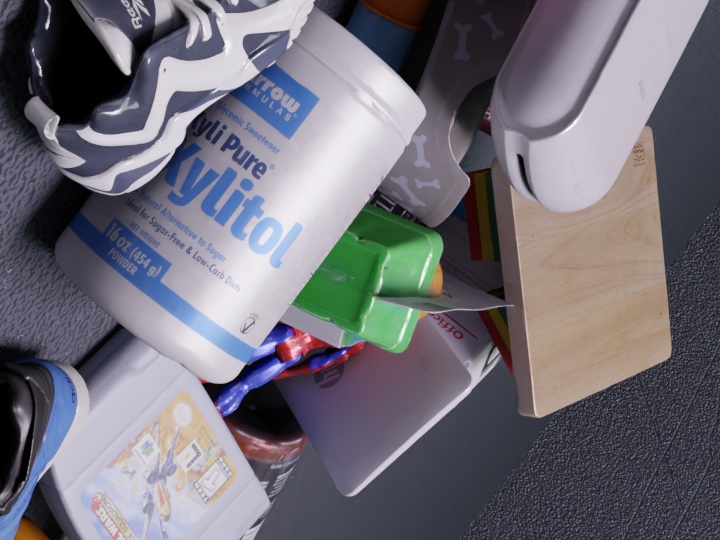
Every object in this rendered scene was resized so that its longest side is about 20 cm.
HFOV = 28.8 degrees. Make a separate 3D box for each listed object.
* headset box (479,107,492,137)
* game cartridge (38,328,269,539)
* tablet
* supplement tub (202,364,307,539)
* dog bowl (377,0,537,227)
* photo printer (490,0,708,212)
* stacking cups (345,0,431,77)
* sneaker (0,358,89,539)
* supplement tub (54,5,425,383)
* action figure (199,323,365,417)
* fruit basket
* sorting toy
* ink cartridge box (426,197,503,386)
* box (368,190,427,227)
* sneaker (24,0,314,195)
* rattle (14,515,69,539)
[{"bbox_3d":[0.150,-0.201,1.093,0.149,0.077,0.201,-57,178,-41],"label":"headset box"},{"bbox_3d":[-0.148,0.146,0.979,0.133,0.041,0.201,-49,132,-28],"label":"game cartridge"},{"bbox_3d":[-0.006,0.067,1.082,0.130,0.200,0.014,-42,134,5],"label":"tablet"},{"bbox_3d":[-0.125,0.180,1.142,0.107,0.107,0.201,-21,144,-60],"label":"supplement tub"},{"bbox_3d":[0.059,-0.134,0.973,0.200,0.058,0.202,-159,-90,-82],"label":"dog bowl"},{"bbox_3d":[0.152,-0.136,0.887,0.201,0.069,0.166,-62,159,-4],"label":"photo printer"},{"bbox_3d":[0.014,-0.154,0.943,0.060,0.060,0.201,-20,142,-61],"label":"stacking cups"},{"bbox_3d":[-0.237,0.141,0.817,0.201,0.076,0.111,-58,169,0],"label":"sneaker"},{"bbox_3d":[-0.070,-0.049,0.809,0.201,0.131,0.132,-54,163,-1],"label":"supplement tub"},{"bbox_3d":[-0.065,0.058,1.054,0.198,0.052,0.066,-25,113,-12],"label":"action figure"},{"bbox_3d":[0.000,0.000,0.997,0.095,0.184,0.200,-68,161,4],"label":"fruit basket"},{"bbox_3d":[0.165,-0.005,1.143,0.199,0.069,0.201,-16,102,-45],"label":"sorting toy"},{"bbox_3d":[0.074,0.032,1.191,0.200,0.116,0.068,-40,157,-38],"label":"ink cartridge box"},{"bbox_3d":[0.033,-0.032,1.245,0.158,0.050,0.200,-55,163,4],"label":"box"},{"bbox_3d":[-0.092,-0.130,0.678,0.199,0.080,0.130,-44,171,1],"label":"sneaker"},{"bbox_3d":[-0.262,0.272,1.030,0.199,0.131,0.142,-32,159,22],"label":"rattle"}]
